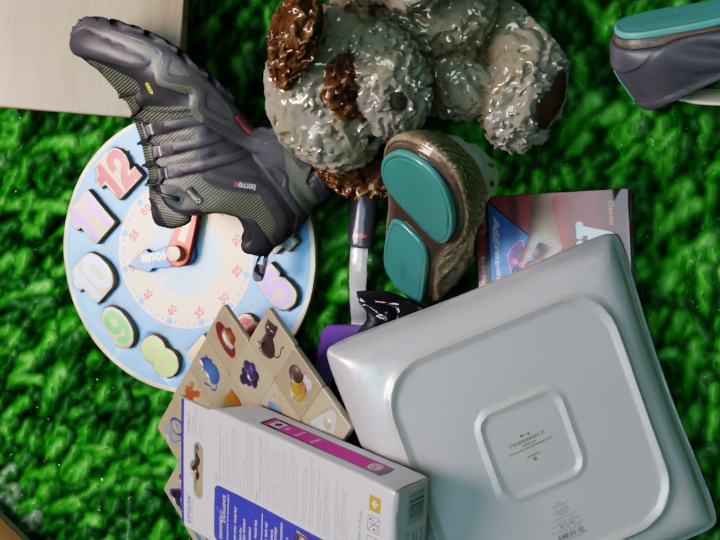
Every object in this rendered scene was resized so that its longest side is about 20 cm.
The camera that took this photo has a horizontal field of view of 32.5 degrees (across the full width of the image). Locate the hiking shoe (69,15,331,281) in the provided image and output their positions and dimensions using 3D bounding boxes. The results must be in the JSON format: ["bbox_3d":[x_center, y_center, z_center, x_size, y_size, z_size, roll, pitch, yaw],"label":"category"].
[{"bbox_3d":[-0.118,-0.081,0.805,0.199,0.076,0.101,37,91,-7],"label":"hiking shoe"}]

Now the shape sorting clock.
[{"bbox_3d":[-0.125,-0.012,0.880,0.197,0.039,0.203,1,93,20],"label":"shape sorting clock"}]

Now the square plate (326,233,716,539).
[{"bbox_3d":[0.104,0.105,0.759,0.198,0.028,0.201,-21,94,-5],"label":"square plate"}]

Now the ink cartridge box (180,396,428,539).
[{"bbox_3d":[-0.042,0.147,0.778,0.198,0.037,0.096,15,110,40],"label":"ink cartridge box"}]

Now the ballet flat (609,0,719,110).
[{"bbox_3d":[0.248,-0.138,0.731,0.197,0.073,0.074,-13,89,14],"label":"ballet flat"}]

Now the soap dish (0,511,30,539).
[{"bbox_3d":[-0.350,0.256,0.954,0.157,0.081,0.201,39,106,13],"label":"soap dish"}]

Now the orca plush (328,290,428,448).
[{"bbox_3d":[0.012,0.120,0.806,0.104,0.071,0.202,19,104,-6],"label":"orca plush"}]

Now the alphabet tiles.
[{"bbox_3d":[-0.074,0.129,0.837,0.167,0.006,0.201,52,130,25],"label":"alphabet tiles"}]

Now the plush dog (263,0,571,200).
[{"bbox_3d":[0.012,-0.138,0.758,0.172,0.201,0.160,-43,46,-11],"label":"plush dog"}]

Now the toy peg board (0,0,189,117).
[{"bbox_3d":[-0.212,-0.215,0.885,0.196,0.098,0.203,5,95,3],"label":"toy peg board"}]

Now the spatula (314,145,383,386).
[{"bbox_3d":[0.000,0.000,0.845,0.056,0.021,0.203,5,94,13],"label":"spatula"}]

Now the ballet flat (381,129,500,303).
[{"bbox_3d":[0.049,-0.043,0.745,0.065,0.200,0.071,-40,78,-15],"label":"ballet flat"}]

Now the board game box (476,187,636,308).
[{"bbox_3d":[0.129,0.051,0.803,0.101,0.019,0.203,-3,92,19],"label":"board game box"}]
